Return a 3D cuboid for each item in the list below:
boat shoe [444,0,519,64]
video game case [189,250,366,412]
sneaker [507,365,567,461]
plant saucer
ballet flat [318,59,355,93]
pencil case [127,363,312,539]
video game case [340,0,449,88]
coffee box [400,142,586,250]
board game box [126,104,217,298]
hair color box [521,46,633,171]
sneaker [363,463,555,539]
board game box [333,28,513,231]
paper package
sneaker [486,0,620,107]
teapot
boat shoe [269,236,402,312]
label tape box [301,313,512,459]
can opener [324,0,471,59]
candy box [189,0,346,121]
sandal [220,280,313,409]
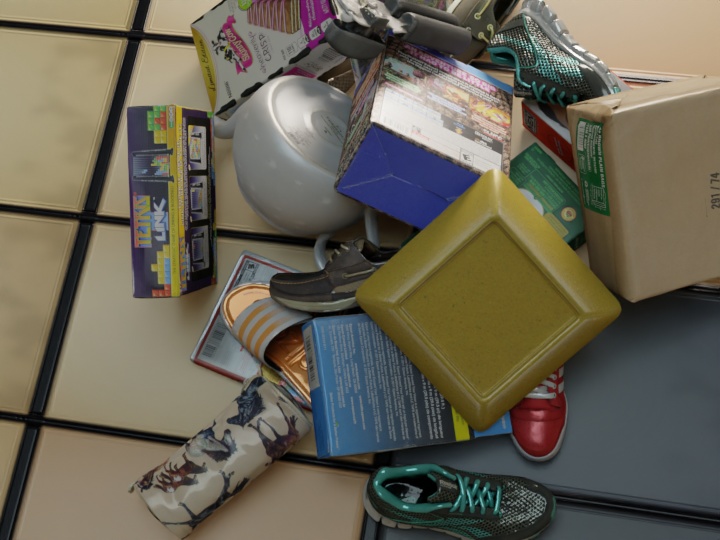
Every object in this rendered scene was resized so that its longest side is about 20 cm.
[{"bbox_3d":[0.141,-0.295,1.557,0.060,0.072,0.202,22,70,21],"label":"boat shoe"},{"bbox_3d":[-0.073,0.074,1.473,0.199,0.017,0.143,21,73,15],"label":"video game case"},{"bbox_3d":[0.188,0.091,1.377,0.071,0.113,0.201,3,69,3],"label":"sneaker"},{"bbox_3d":[0.128,0.036,1.321,0.200,0.048,0.200,-42,95,10],"label":"plant saucer"},{"bbox_3d":[-0.006,-0.269,1.581,0.067,0.046,0.200,38,78,19],"label":"ballet flat"},{"bbox_3d":[-0.150,0.195,1.396,0.200,0.078,0.089,-41,65,-3],"label":"pencil case"},{"bbox_3d":[0.044,-0.278,1.494,0.143,0.200,0.018,-42,71,-9],"label":"video game case"},{"bbox_3d":[0.157,-0.038,1.469,0.200,0.044,0.123,-38,69,-8],"label":"coffee box"},{"bbox_3d":[-0.202,-0.076,1.434,0.056,0.165,0.201,0,94,9],"label":"board game box"},{"bbox_3d":[0.285,-0.148,1.485,0.101,0.061,0.200,-43,69,-8],"label":"hair color box"},{"bbox_3d":[0.097,0.234,1.339,0.199,0.091,0.078,2,70,9],"label":"sneaker"},{"bbox_3d":[0.071,-0.145,1.419,0.159,0.097,0.200,24,38,-10],"label":"board game box"},{"bbox_3d":[0.324,-0.088,1.362,0.190,0.103,0.201,-14,106,-17],"label":"paper package"},{"bbox_3d":[0.214,-0.209,1.453,0.091,0.078,0.200,-36,58,-2],"label":"sneaker"},{"bbox_3d":[-0.065,-0.107,1.477,0.197,0.146,0.200,23,38,-21],"label":"teapot"},{"bbox_3d":[0.000,0.000,1.408,0.199,0.075,0.074,-3,102,9],"label":"boat shoe"},{"bbox_3d":[0.047,0.116,1.393,0.199,0.063,0.145,-4,79,-15],"label":"label tape box"},{"bbox_3d":[0.036,-0.253,1.402,0.067,0.200,0.053,-51,60,26],"label":"can opener"},{"bbox_3d":[-0.099,-0.277,1.543,0.200,0.061,0.137,-31,63,28],"label":"candy box"},{"bbox_3d":[-0.072,0.079,1.429,0.079,0.059,0.207,-44,70,-10],"label":"sandal"}]
